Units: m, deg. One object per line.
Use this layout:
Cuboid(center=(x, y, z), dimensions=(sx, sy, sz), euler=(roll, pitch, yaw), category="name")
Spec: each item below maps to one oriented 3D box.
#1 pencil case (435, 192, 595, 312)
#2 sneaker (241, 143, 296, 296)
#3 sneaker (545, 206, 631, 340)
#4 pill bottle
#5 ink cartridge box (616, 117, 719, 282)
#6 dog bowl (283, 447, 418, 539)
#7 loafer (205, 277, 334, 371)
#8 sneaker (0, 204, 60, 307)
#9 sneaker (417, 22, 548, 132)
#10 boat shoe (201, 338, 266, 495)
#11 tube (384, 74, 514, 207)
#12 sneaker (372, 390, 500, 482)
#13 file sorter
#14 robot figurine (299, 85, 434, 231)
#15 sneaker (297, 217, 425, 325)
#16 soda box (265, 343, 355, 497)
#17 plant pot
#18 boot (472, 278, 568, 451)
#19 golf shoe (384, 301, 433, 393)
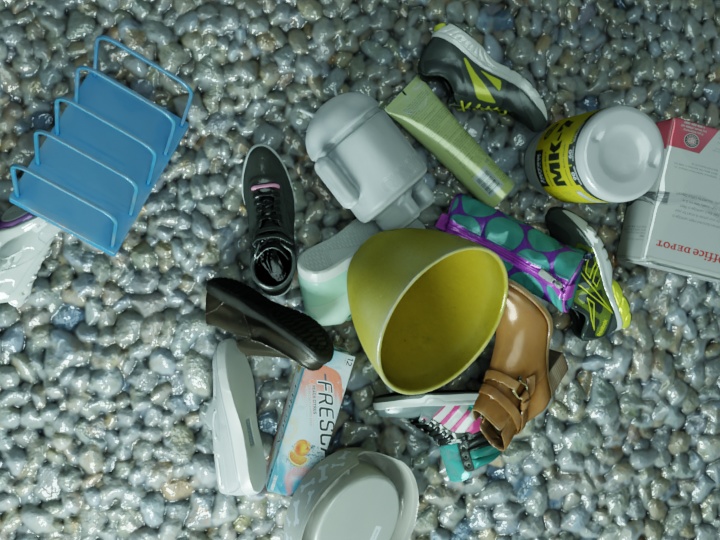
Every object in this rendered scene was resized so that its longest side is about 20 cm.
Cuboid(center=(0.198, -0.026, 1.086), dimensions=(0.198, 0.092, 0.086), euler=(27, 107, 15), category="pencil case")
Cuboid(center=(-0.113, -0.064, 1.056), dimensions=(0.070, 0.099, 0.203), euler=(-6, 94, -8), category="sneaker")
Cuboid(center=(0.300, 0.009, 1.140), dimensions=(0.084, 0.074, 0.202), euler=(-31, 99, -6), category="sneaker")
Cuboid(center=(0.293, -0.145, 1.072), dimensions=(0.112, 0.200, 0.116), euler=(-1, 94, -10), category="pill bottle")
Cuboid(center=(0.461, -0.096, 1.165), dimensions=(0.144, 0.085, 0.203), euler=(12, 90, -11), category="ink cartridge box")
Cuboid(center=(-0.015, 0.325, 1.080), dimensions=(0.198, 0.058, 0.203), euler=(-15, 115, -36), category="dog bowl")
Cuboid(center=(-0.120, 0.079, 1.056), dimensions=(0.199, 0.073, 0.072), euler=(29, 108, 25), category="loafer")
Cuboid(center=(-0.426, -0.018, 1.028), dimensions=(0.199, 0.075, 0.100), euler=(-37, 123, -8), category="sneaker")
Cuboid(center=(0.161, -0.241, 1.112), dimensions=(0.199, 0.074, 0.085), euler=(37, 89, -1), category="sneaker")
Cuboid(center=(-0.174, 0.193, 1.081), dimensions=(0.068, 0.072, 0.203), euler=(-11, 92, 18), category="boat shoe")
Cuboid(center=(0.124, -0.171, 1.120), dimensions=(0.200, 0.058, 0.052), euler=(45, 117, -7), category="tube")
Cuboid(center=(0.113, 0.226, 1.128), dimensions=(0.197, 0.084, 0.123), euler=(2, 84, -11), category="sneaker")
Cuboid(center=(-0.300, -0.150, 0.974), dimensions=(0.138, 0.123, 0.202), euler=(29, 67, -11), category="file sorter")
Cuboid(center=(0.007, -0.144, 1.061), dimensions=(0.201, 0.113, 0.170), euler=(50, 42, -4), category="robot figurine")
Cuboid(center=(-0.001, 0.000, 1.108), dimensions=(0.199, 0.074, 0.119), euler=(-25, 139, -28), category="sneaker")
Cuboid(center=(-0.069, 0.194, 1.095), dimensions=(0.063, 0.068, 0.203), euler=(17, 90, -12), category="soda box")
Cuboid(center=(0.061, 0.028, 1.015), dimensions=(0.198, 0.142, 0.202), euler=(-22, 131, -28), category="plant pot")
Cuboid(center=(0.185, 0.122, 1.078), dimensions=(0.155, 0.076, 0.201), euler=(-45, 125, -23), category="boot")
Cuboid(center=(0.090, 0.077, 1.124), dimensions=(0.088, 0.077, 0.200), euler=(40, 81, 10), category="golf shoe")
